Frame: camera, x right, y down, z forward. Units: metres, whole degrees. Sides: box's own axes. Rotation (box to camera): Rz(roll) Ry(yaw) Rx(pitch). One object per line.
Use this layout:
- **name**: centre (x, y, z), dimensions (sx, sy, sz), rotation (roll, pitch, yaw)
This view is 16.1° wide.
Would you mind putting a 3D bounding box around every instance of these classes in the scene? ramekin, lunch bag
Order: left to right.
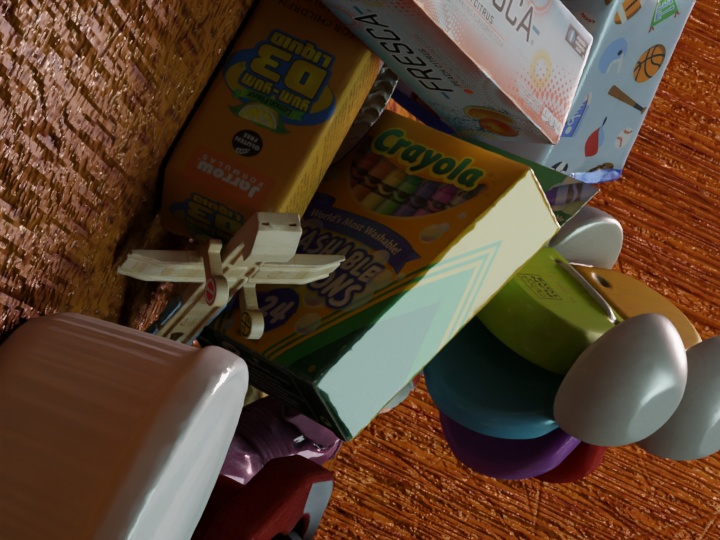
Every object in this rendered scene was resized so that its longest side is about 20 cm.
- **ramekin**: centre (-0.132, 0.110, 1.101), dimensions (0.203, 0.094, 0.202), rotation (-63, 175, -10)
- **lunch bag**: centre (0.084, -0.167, 1.525), dimensions (0.124, 0.200, 0.170), rotation (-9, 131, -46)

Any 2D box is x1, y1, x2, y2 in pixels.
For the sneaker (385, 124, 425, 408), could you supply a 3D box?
- **sneaker**: centre (0.000, 0.000, 1.460), dimensions (0.200, 0.082, 0.077), rotation (-79, 163, -44)

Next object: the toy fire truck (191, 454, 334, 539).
- **toy fire truck**: centre (-0.074, 0.193, 1.311), dimensions (0.200, 0.112, 0.168), rotation (-66, 166, 6)

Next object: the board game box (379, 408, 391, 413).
- **board game box**: centre (0.008, -0.016, 1.566), dimensions (0.158, 0.039, 0.200), rotation (-84, 152, -46)

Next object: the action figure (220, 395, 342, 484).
- **action figure**: centre (-0.062, 0.111, 1.461), dimensions (0.200, 0.149, 0.134), rotation (-28, -178, -31)

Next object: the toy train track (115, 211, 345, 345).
- **toy train track**: centre (-0.079, 0.027, 1.280), dimensions (0.200, 0.115, 0.033), rotation (-44, -129, 55)

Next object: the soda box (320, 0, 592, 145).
- **soda box**: centre (0.038, -0.137, 1.264), dimensions (0.200, 0.064, 0.068), rotation (41, 64, -50)

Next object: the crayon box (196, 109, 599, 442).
- **crayon box**: centre (0.015, -0.012, 1.367), dimensions (0.200, 0.126, 0.052), rotation (-44, 129, -18)

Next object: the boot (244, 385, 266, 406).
- **boot**: centre (-0.058, 0.048, 1.774), dimensions (0.200, 0.066, 0.175), rotation (-61, 162, -44)

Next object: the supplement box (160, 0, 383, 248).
- **supplement box**: centre (-0.030, -0.101, 1.300), dimensions (0.069, 0.066, 0.200), rotation (104, 12, -65)

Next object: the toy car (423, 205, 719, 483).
- **toy car**: centre (0.111, 0.053, 1.452), dimensions (0.150, 0.175, 0.200), rotation (-51, 149, 16)

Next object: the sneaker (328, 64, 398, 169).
- **sneaker**: centre (-0.003, -0.127, 1.436), dimensions (0.200, 0.069, 0.100), rotation (-63, 177, -17)
